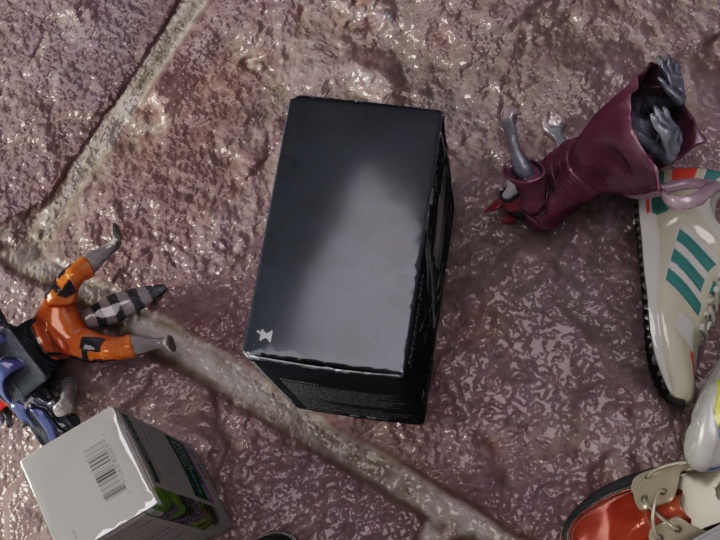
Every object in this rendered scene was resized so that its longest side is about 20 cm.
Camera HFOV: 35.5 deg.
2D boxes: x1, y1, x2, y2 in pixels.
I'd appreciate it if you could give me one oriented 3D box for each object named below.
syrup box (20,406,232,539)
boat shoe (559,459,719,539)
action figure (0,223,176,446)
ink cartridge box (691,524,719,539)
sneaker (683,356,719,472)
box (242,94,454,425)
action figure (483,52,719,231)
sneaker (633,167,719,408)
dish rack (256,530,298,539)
[{"bbox_3d":[-0.169,0.171,0.851,0.081,0.200,0.079,-30,71,0],"label":"syrup box"},{"bbox_3d":[0.247,0.180,0.857,0.198,0.063,0.072,-18,73,4],"label":"boat shoe"},{"bbox_3d":[-0.249,0.084,0.966,0.192,0.105,0.201,-28,95,6],"label":"action figure"},{"bbox_3d":[0.338,0.196,0.818,0.199,0.094,0.044,-29,32,0],"label":"ink cartridge box"},{"bbox_3d":[0.323,0.082,0.850,0.104,0.076,0.201,27,63,15],"label":"sneaker"},{"bbox_3d":[0.000,0.000,0.880,0.122,0.197,0.202,6,74,11],"label":"box"},{"bbox_3d":[0.186,-0.080,0.911,0.200,0.133,0.150,-38,77,41],"label":"action figure"},{"bbox_3d":[0.271,0.007,0.902,0.092,0.070,0.202,-5,69,13],"label":"sneaker"},{"bbox_3d":[-0.130,0.302,0.883,0.198,0.055,0.155,-18,69,5],"label":"dish rack"}]
